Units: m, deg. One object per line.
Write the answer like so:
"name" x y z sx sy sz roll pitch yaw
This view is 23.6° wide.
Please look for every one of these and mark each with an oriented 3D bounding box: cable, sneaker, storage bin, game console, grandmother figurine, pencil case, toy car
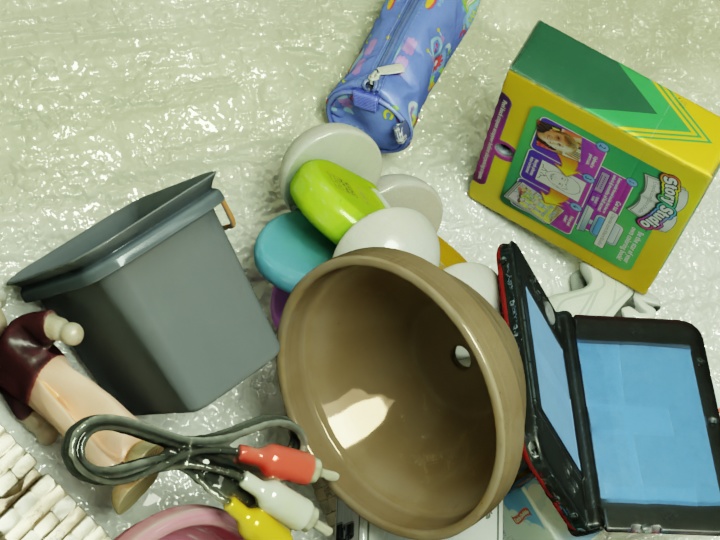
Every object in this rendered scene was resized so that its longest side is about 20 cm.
"cable" -0.098 0.125 1.144 0.199 0.050 0.098 29 73 -34
"sneaker" 0.163 0.071 1.407 0.081 0.075 0.200 42 55 1
"storage bin" -0.140 0.022 1.226 0.145 0.200 0.135 -35 101 -26
"game console" 0.187 0.083 1.267 0.173 0.118 0.201 56 23 -44
"grandmother figurine" -0.223 0.077 1.214 0.200 0.122 0.061 38 32 14
"pencil case" 0.042 -0.189 1.417 0.078 0.087 0.201 22 64 11
"toy car" 0.000 0.000 1.310 0.200 0.150 0.175 35 16 -43

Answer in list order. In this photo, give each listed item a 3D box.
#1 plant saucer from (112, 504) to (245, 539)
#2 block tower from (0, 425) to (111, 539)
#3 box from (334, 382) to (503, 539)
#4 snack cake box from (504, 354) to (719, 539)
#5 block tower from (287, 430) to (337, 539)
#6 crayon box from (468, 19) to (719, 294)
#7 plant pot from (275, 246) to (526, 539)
"plant saucer" -0.141 0.255 1.186 0.200 0.051 0.202 -19 116 -45
"block tower" -0.249 0.155 1.202 0.200 0.058 0.054 48 64 -6
"box" 0.042 0.175 1.265 0.116 0.060 0.201 8 72 -21
"snack cake box" 0.189 0.156 1.364 0.200 0.115 0.067 -33 89 -28
"block tower" 0.014 0.200 1.310 0.058 0.054 0.201 -23 84 -26
"crayon box" 0.185 -0.084 1.358 0.172 0.200 0.058 29 64 8
"plant pot" 0.044 0.073 1.174 0.093 0.201 0.202 -25 85 -45
